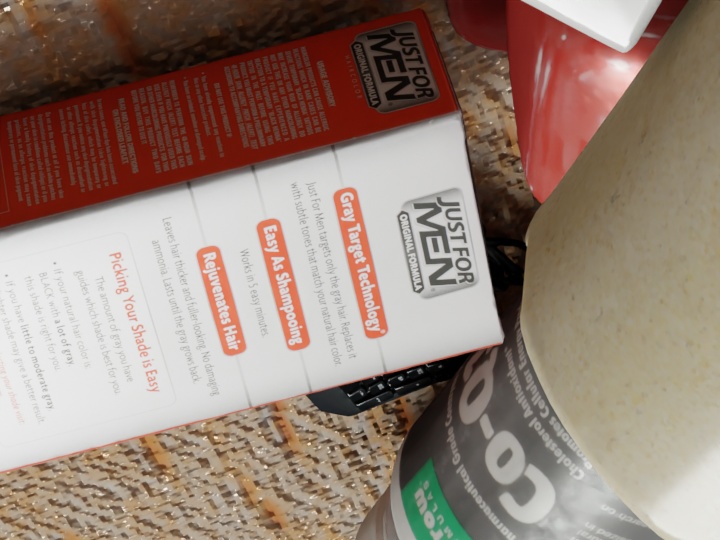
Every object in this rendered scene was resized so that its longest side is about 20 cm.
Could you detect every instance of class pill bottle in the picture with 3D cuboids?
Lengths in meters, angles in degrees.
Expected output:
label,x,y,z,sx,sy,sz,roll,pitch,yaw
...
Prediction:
label,x,y,z,sx,sy,sz,roll,pitch,yaw
pill bottle,0.081,0.070,1.039,0.113,0.113,0.200,2,143,-30

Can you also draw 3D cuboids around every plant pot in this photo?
label,x,y,z,sx,sy,sz,roll,pitch,yaw
plant pot,0.141,-0.020,0.682,0.200,0.200,0.183,9,138,-36

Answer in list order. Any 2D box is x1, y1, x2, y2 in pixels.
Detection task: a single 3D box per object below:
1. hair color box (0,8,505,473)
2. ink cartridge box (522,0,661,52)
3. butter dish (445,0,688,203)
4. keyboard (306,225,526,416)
label,x,y,z,sx,sy,sz,roll,pitch,yaw
hair color box,-0.062,-0.005,0.907,0.200,0.061,0.102,-14,131,-1
ink cartridge box,0.012,-0.166,0.653,0.200,0.084,0.145,28,131,-2
butter dish,0.120,-0.056,0.835,0.199,0.148,0.200,6,158,2
keyboard,0.000,0.000,0.998,0.104,0.040,0.200,-27,146,9
